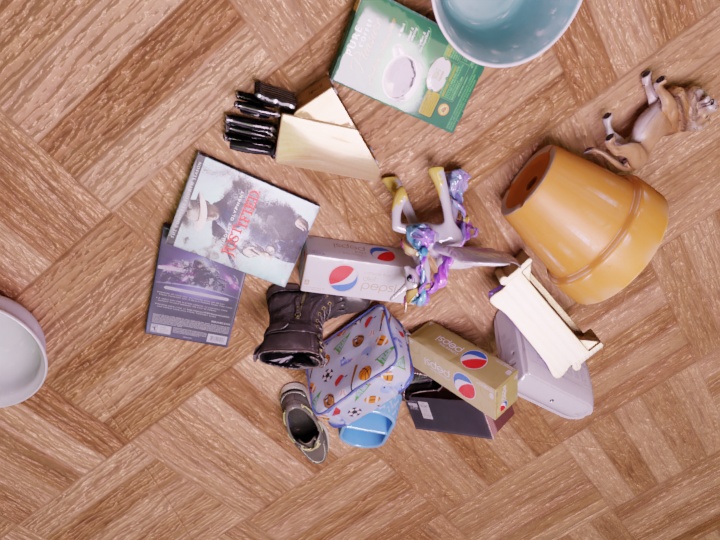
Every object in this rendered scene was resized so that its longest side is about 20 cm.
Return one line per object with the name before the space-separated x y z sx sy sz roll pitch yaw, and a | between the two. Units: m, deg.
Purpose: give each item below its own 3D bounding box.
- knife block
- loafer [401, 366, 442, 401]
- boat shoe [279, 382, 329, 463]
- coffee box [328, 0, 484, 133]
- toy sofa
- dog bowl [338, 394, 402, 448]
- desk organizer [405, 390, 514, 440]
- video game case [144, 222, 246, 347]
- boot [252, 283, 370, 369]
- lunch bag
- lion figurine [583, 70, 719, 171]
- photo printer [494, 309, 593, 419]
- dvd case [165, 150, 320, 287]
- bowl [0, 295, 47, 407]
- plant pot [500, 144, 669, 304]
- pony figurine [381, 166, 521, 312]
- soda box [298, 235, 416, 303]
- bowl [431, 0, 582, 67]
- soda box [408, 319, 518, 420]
knife block | -0.088 -0.178 0.795 0.173 0.065 0.201 -30 122 10
loafer | 0.066 0.203 1.048 0.194 0.072 0.075 -14 123 -1
boat shoe | -0.106 0.310 1.089 0.070 0.061 0.206 -16 122 1
coffee box | 0.066 -0.283 0.769 0.195 0.044 0.125 16 116 -19
toy sofa | 0.306 0.074 0.958 0.097 0.083 0.201 -42 91 14
dog bowl | 0.012 0.275 1.049 0.108 0.051 0.202 11 142 -4
desk organizer | 0.179 0.250 1.047 0.076 0.198 0.073 -29 100 -37
video game case | -0.265 0.031 0.919 0.139 0.019 0.204 12 117 -17
boot | -0.070 0.091 0.895 0.194 0.176 0.071 -3 123 -8
lunch bag | -0.001 0.157 0.961 0.198 0.162 0.076 -34 128 16
lion figurine | 0.434 -0.211 0.850 0.200 0.073 0.122 -43 118 8
photo printer | 0.336 0.167 1.019 0.197 0.169 0.069 26 133 -24
dvd case | -0.177 -0.072 0.857 0.196 0.022 0.149 22 106 -20
bowl | -0.575 0.106 0.869 0.195 0.091 0.206 -5 121 -7
plant pot | 0.321 -0.084 0.860 0.181 0.201 0.202 32 113 -9
pony figurine | 0.127 -0.049 0.853 0.187 0.167 0.206 -7 88 -6
soda box | 0.000 0.000 0.918 0.194 0.064 0.070 8 120 -13
bowl | 0.166 -0.366 0.696 0.195 0.106 0.206 -5 119 -9
soda box | 0.171 0.164 0.967 0.063 0.198 0.069 -29 128 -30
